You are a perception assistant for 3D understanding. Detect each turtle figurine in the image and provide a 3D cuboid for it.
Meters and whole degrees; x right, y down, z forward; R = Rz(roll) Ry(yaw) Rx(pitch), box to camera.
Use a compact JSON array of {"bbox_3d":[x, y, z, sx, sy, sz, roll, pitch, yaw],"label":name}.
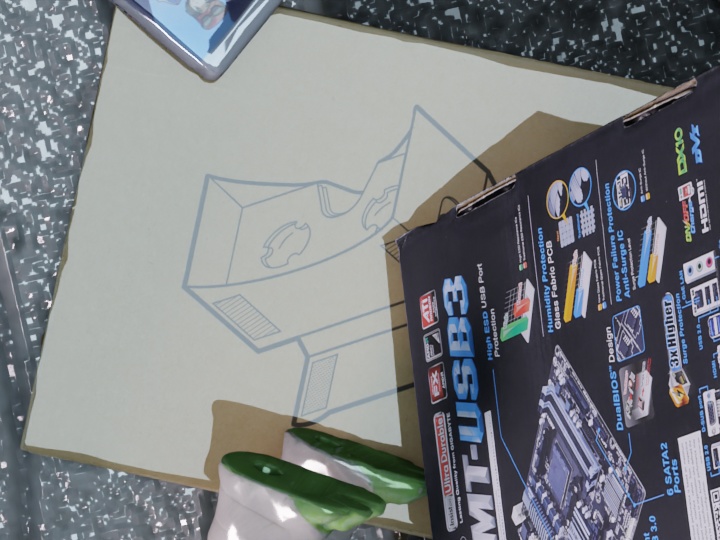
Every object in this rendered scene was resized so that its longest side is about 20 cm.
[{"bbox_3d":[-0.013,0.161,0.874,0.143,0.200,0.195,9,102,-42],"label":"turtle figurine"}]

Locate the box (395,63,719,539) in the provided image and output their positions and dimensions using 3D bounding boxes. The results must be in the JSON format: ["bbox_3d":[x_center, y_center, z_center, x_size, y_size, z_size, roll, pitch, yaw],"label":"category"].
[{"bbox_3d":[0.088,0.058,0.803,0.049,0.198,0.201,2,73,-29],"label":"box"}]

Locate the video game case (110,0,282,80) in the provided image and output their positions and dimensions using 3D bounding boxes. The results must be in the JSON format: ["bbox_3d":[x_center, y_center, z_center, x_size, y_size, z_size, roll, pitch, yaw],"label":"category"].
[{"bbox_3d":[-0.055,-0.195,0.903,0.182,0.023,0.200,40,82,-6],"label":"video game case"}]

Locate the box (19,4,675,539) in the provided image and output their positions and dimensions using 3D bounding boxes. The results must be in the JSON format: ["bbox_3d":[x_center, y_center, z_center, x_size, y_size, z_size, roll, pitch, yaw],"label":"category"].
[{"bbox_3d":[0.000,0.000,0.930,0.199,0.021,0.165,12,92,-4],"label":"box"}]
